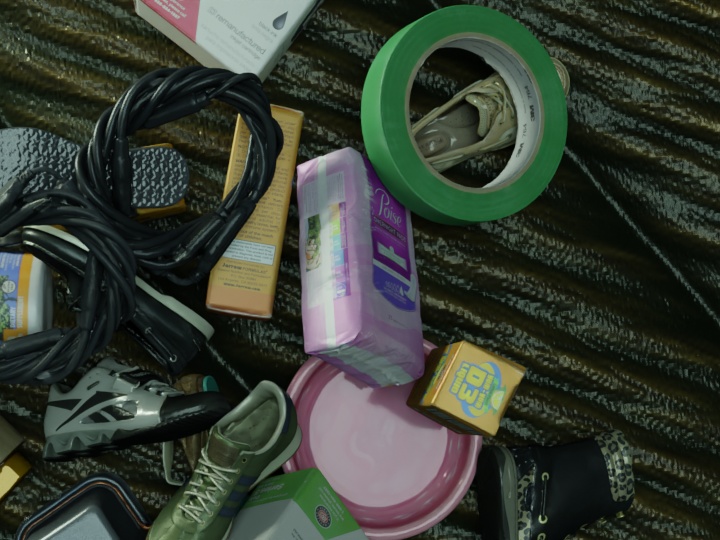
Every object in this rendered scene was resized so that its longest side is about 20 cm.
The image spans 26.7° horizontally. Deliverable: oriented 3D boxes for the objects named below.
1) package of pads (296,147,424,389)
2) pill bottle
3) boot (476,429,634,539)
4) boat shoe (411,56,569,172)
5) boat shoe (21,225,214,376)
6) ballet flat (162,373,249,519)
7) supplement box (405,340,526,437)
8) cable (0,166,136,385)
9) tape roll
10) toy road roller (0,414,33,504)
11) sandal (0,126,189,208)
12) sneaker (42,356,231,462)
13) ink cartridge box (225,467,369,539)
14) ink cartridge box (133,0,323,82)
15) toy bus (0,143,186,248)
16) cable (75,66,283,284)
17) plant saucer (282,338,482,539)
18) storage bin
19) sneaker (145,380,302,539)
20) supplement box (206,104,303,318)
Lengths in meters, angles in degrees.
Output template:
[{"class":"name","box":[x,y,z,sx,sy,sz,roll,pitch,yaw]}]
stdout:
[{"class":"package of pads","box":[0.000,0.000,1.411,0.075,0.120,0.202,-18,60,26]},{"class":"pill bottle","box":[-0.389,0.039,1.403,0.197,0.112,0.114,0,85,-6]},{"class":"boot","box":[0.193,0.257,1.466,0.152,0.073,0.206,-9,103,-21]},{"class":"boat shoe","box":[0.124,-0.153,1.497,0.198,0.065,0.073,-27,89,-7]},{"class":"boat shoe","box":[-0.231,0.030,1.378,0.198,0.074,0.067,35,75,-21]},{"class":"ballet flat","box":[-0.149,0.201,1.445,0.072,0.068,0.202,-19,87,13]},{"class":"supplement box","box":[0.091,0.106,1.354,0.068,0.200,0.067,28,83,-4]},{"class":"cable","box":[-0.291,0.019,1.328,0.200,0.051,0.163,-43,100,9]},{"class":"tape roll","box":[0.099,-0.145,1.427,0.198,0.048,0.203,2,85,-23]},{"class":"toy road roller","box":[-0.404,0.202,1.371,0.123,0.146,0.200,43,82,-2]},{"class":"sandal","box":[-0.257,-0.085,1.386,0.198,0.043,0.077,7,91,-20]},{"class":"sneaker","box":[-0.214,0.119,1.409,0.198,0.074,0.090,-12,74,21]},{"class":"ink cartridge box","box":[-0.073,0.302,1.363,0.146,0.083,0.200,56,44,-18]},{"class":"ink cartridge box","box":[-0.105,-0.294,1.475,0.144,0.084,0.201,37,83,-3]},{"class":"toy bus","box":[-0.269,-0.068,1.442,0.197,0.078,0.066,-13,88,-7]},{"class":"cable","box":[-0.161,-0.100,1.367,0.163,0.051,0.201,36,87,-14]},{"class":"plant saucer","box":[0.017,0.158,1.468,0.198,0.051,0.203,0,86,-7]},{"class":"storage bin","box":[-0.222,0.291,1.390,0.145,0.134,0.201,-33,90,-8]},{"class":"sneaker","box":[-0.127,0.178,1.353,0.067,0.090,0.200,29,58,23]},{"class":"supplement box","box":[-0.102,-0.057,1.458,0.068,0.067,0.203,8,85,-5]}]
